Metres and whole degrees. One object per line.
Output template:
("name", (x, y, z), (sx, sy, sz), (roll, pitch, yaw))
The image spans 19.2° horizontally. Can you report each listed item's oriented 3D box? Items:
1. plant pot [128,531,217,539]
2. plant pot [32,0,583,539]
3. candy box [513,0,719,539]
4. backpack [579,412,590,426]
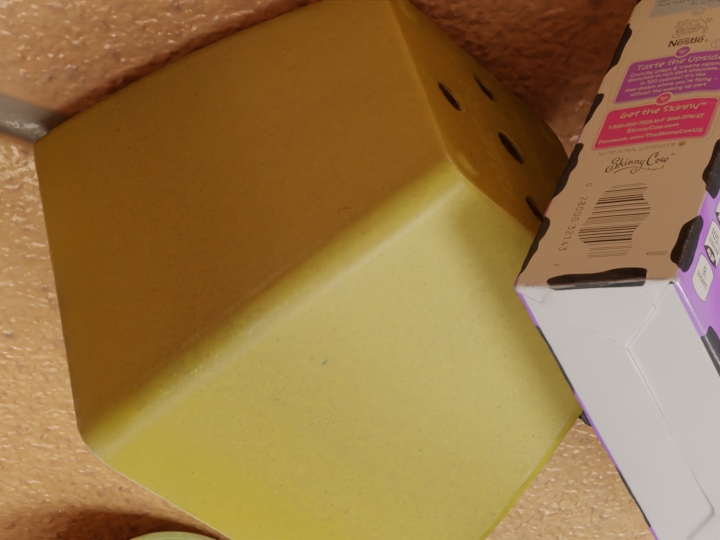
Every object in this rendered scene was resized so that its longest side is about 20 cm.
("plant pot", (-0.153, 0.266, 1.238), (0.187, 0.187, 0.200), (26, 146, -31))
("plant pot", (0.000, 0.000, 0.921), (0.176, 0.200, 0.200), (-38, 130, 18))
("candy box", (0.155, -0.008, 0.882), (0.071, 0.200, 0.168), (-5, 133, 34))
("backpack", (0.223, 0.109, 1.076), (0.134, 0.183, 0.200), (-38, 146, 11))
